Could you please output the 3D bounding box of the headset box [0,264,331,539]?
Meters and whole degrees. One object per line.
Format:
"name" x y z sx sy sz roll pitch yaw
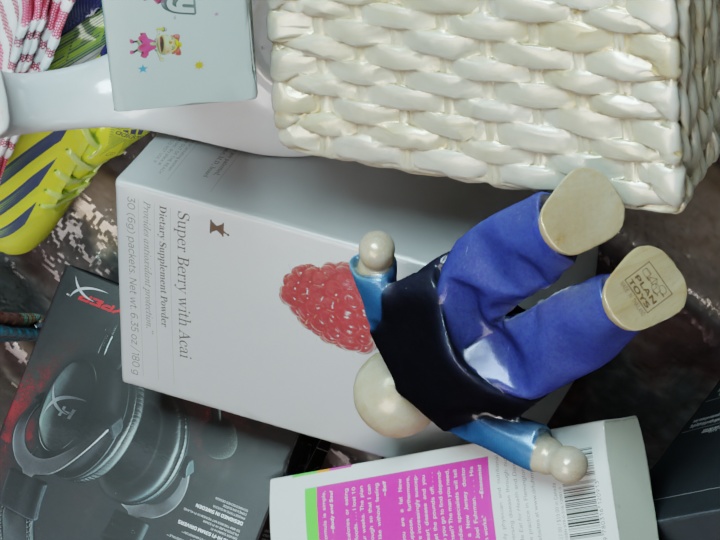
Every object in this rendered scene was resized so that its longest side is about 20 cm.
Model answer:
"headset box" -0.111 0.118 1.438 0.148 0.077 0.201 21 86 14

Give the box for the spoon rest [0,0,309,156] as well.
"spoon rest" -0.076 -0.093 1.295 0.061 0.199 0.100 152 108 -75

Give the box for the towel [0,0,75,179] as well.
"towel" -0.183 -0.148 1.334 0.147 0.030 0.200 63 144 29

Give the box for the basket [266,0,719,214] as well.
"basket" 0.068 -0.152 1.168 0.199 0.161 0.199 12 128 23

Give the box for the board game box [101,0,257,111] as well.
"board game box" -0.081 -0.182 1.196 0.064 0.200 0.148 -5 125 -4

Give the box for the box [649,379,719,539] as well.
"box" 0.202 0.077 1.217 0.079 0.141 0.200 44 164 -5

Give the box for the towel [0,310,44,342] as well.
"towel" -0.286 0.026 1.512 0.199 0.147 0.022 -2 85 28

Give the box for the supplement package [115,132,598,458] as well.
"supplement package" 0.000 0.000 1.338 0.199 0.120 0.122 15 127 18

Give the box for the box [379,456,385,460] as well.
"box" 0.042 0.204 1.344 0.160 0.044 0.201 32 107 33

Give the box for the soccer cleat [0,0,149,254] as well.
"soccer cleat" -0.139 -0.073 1.399 0.083 0.065 0.201 27 131 5

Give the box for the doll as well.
"doll" 0.054 0.031 1.192 0.137 0.048 0.200 51 144 -4

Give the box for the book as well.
"book" 0.046 0.144 1.269 0.199 0.048 0.134 -12 83 42
